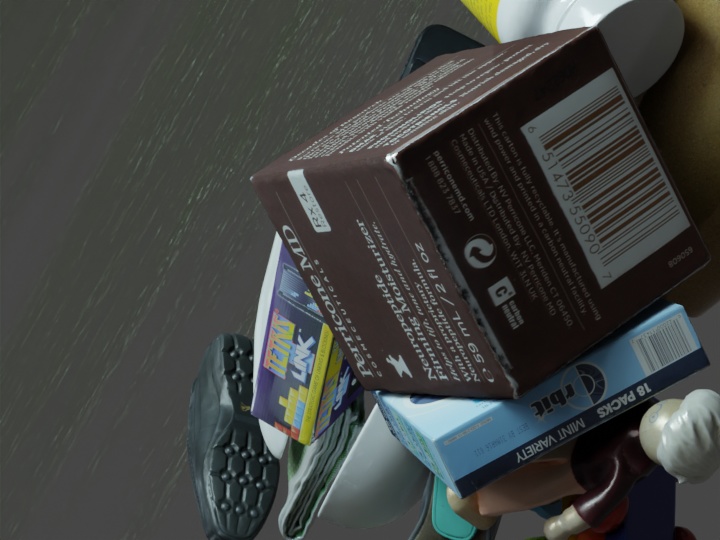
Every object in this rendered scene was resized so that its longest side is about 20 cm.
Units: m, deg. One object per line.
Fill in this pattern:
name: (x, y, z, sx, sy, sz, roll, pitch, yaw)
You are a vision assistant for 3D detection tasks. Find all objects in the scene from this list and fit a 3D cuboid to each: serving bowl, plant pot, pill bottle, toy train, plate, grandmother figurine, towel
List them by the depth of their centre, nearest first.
grandmother figurine: (0.140, 0.112, 1.354, 0.200, 0.061, 0.121, -20, 41, 44)
toy train: (0.145, 0.179, 1.425, 0.116, 0.085, 0.200, -28, 42, 38)
pill bottle: (0.118, -0.194, 1.436, 0.111, 0.111, 0.200, -47, 49, 13)
plant pot: (0.234, -0.076, 1.473, 0.200, 0.186, 0.186, -61, 31, 13)
serving bowl: (0.045, 0.101, 1.593, 0.200, 0.066, 0.200, -62, -3, -5)
towel: (-0.034, 0.090, 1.731, 0.200, 0.031, 0.149, -92, 22, -47)
plate: (-0.052, 0.014, 1.760, 0.200, 0.032, 0.200, -94, 18, -60)

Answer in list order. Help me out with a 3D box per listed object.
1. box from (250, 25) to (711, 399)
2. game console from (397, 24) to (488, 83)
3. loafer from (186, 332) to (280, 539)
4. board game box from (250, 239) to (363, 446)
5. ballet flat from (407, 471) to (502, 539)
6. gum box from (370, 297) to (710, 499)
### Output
box: (0.070, -0.032, 1.375, 0.164, 0.166, 0.200, -34, 13, -23)
game console: (0.104, -0.090, 1.688, 0.200, 0.172, 0.119, -67, 8, -23)
loafer: (-0.106, 0.143, 1.810, 0.070, 0.068, 0.201, -53, 29, 42)
board game box: (0.000, 0.000, 1.577, 0.165, 0.057, 0.200, -43, -25, -43)
ballet flat: (0.066, 0.182, 1.532, 0.073, 0.073, 0.200, 43, 123, 57)
gum box: (0.105, 0.065, 1.404, 0.170, 0.045, 0.200, -28, 10, -6)
